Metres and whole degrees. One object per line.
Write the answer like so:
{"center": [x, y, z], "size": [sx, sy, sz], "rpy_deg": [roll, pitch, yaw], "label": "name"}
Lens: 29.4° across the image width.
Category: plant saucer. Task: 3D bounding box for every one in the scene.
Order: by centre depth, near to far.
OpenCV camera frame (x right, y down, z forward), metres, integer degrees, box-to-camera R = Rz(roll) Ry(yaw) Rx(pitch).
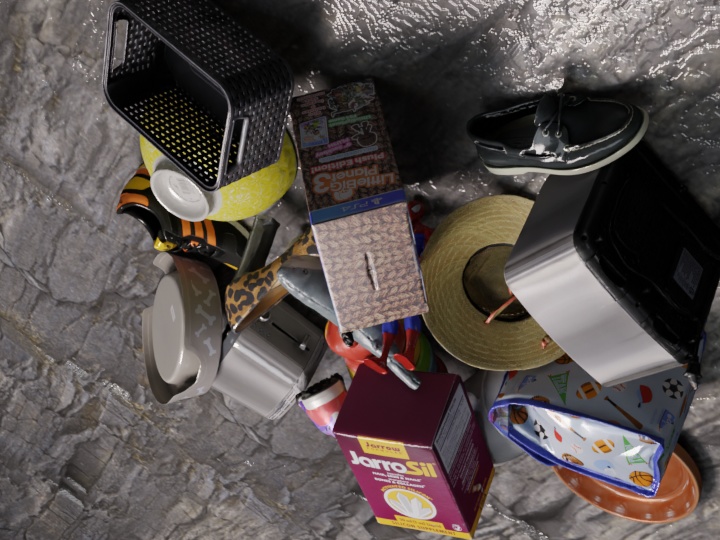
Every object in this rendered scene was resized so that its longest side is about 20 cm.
{"center": [0.328, 0.240, 1.706], "size": [0.198, 0.032, 0.202], "rpy_deg": [21, 144, 16], "label": "plant saucer"}

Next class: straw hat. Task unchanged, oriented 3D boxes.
{"center": [0.157, 0.011, 1.506], "size": [0.200, 0.202, 0.085], "rpy_deg": [36, -174, -6], "label": "straw hat"}

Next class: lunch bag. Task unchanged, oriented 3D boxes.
{"center": [0.259, 0.133, 1.511], "size": [0.197, 0.171, 0.125], "rpy_deg": [16, 138, 19], "label": "lunch bag"}

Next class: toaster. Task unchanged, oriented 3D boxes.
{"center": [0.252, -0.003, 1.326], "size": [0.181, 0.201, 0.118], "rpy_deg": [43, 139, -17], "label": "toaster"}
{"center": [-0.131, 0.119, 1.846], "size": [0.128, 0.114, 0.200], "rpy_deg": [33, 143, -6], "label": "toaster"}

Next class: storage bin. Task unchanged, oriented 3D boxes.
{"center": [-0.174, -0.196, 1.447], "size": [0.200, 0.093, 0.136], "rpy_deg": [41, 138, 25], "label": "storage bin"}

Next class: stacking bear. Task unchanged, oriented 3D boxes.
{"center": [0.023, 0.099, 1.653], "size": [0.112, 0.123, 0.200], "rpy_deg": [1, 151, 28], "label": "stacking bear"}

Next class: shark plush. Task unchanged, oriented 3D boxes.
{"center": [-0.015, 0.061, 1.522], "size": [0.090, 0.083, 0.201], "rpy_deg": [-29, 100, 24], "label": "shark plush"}

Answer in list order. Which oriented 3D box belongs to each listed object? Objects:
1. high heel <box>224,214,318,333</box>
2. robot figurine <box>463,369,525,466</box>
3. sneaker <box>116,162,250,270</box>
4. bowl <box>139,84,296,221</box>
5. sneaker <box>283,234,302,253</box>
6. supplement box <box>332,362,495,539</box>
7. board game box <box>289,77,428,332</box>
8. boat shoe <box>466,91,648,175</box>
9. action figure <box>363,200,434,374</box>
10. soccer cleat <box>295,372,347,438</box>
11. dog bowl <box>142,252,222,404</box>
{"center": [-0.066, 0.018, 1.590], "size": [0.198, 0.144, 0.071], "rpy_deg": [10, 166, 35], "label": "high heel"}
{"center": [0.179, 0.166, 1.660], "size": [0.167, 0.114, 0.200], "rpy_deg": [-1, 157, -27], "label": "robot figurine"}
{"center": [-0.220, -0.045, 1.735], "size": [0.199, 0.090, 0.070], "rpy_deg": [39, 145, -8], "label": "sneaker"}
{"center": [-0.184, -0.123, 1.599], "size": [0.198, 0.108, 0.202], "rpy_deg": [21, 143, 16], "label": "bowl"}
{"center": [0.000, 0.000, 1.649], "size": [0.198, 0.077, 0.081], "rpy_deg": [7, 151, 38], "label": "sneaker"}
{"center": [0.067, 0.212, 1.597], "size": [0.129, 0.104, 0.201], "rpy_deg": [5, 141, 27], "label": "supplement box"}
{"center": [-0.003, -0.069, 1.428], "size": [0.095, 0.202, 0.161], "rpy_deg": [-13, 135, 1], "label": "board game box"}
{"center": [0.182, -0.140, 1.323], "size": [0.198, 0.075, 0.066], "rpy_deg": [2, 148, 50], "label": "boat shoe"}
{"center": [0.047, 0.011, 1.505], "size": [0.065, 0.202, 0.052], "rpy_deg": [-15, 141, 39], "label": "action figure"}
{"center": [-0.038, 0.174, 1.713], "size": [0.074, 0.068, 0.200], "rpy_deg": [62, 175, 1], "label": "soccer cleat"}
{"center": [-0.237, 0.076, 1.826], "size": [0.058, 0.203, 0.200], "rpy_deg": [0, 155, -25], "label": "dog bowl"}
